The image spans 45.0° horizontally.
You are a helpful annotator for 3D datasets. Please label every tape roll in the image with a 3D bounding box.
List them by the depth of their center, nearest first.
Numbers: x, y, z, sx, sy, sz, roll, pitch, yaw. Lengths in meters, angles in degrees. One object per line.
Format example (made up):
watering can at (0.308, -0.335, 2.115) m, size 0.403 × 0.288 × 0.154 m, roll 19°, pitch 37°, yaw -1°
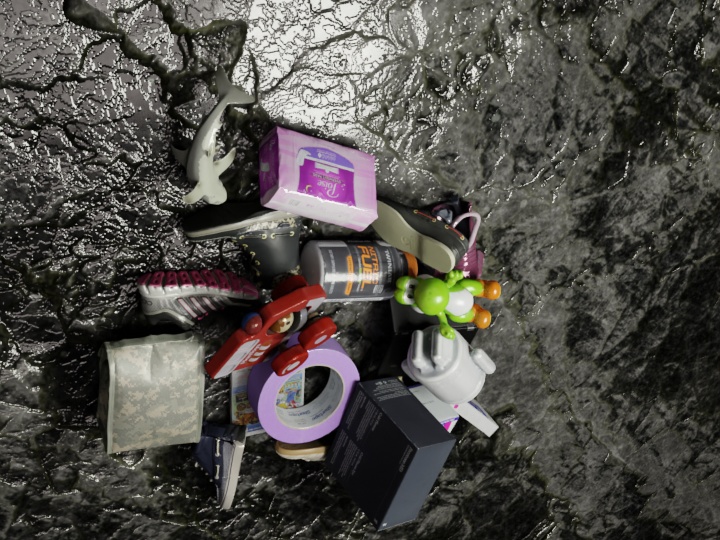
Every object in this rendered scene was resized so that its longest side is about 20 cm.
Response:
tape roll at (-0.103, 0.214, 1.585) m, size 0.198 × 0.066 × 0.202 m, roll -12°, pitch 121°, yaw -21°

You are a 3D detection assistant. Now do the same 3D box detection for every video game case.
video game case at (-0.171, 0.211, 1.600) m, size 0.142 × 0.018 × 0.202 m, roll -9°, pitch 120°, yaw -24°

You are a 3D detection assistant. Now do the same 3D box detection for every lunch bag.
lunch bag at (-0.345, 0.186, 1.432) m, size 0.162 × 0.118 × 0.202 m, roll -3°, pitch 122°, yaw -26°

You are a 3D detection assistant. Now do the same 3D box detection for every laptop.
laptop at (0.119, 0.092, 1.662) m, size 0.185 × 0.116 × 0.201 m, roll -2°, pitch 134°, yaw -26°

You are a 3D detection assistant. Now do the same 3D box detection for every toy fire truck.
toy fire truck at (-0.147, 0.099, 1.414) m, size 0.167 × 0.113 × 0.200 m, roll -15°, pitch 155°, yaw -52°

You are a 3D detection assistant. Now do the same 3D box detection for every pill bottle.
pill bottle at (0.000, 0.000, 1.517) m, size 0.198 × 0.106 × 0.107 m, roll -1°, pitch 117°, yaw -28°

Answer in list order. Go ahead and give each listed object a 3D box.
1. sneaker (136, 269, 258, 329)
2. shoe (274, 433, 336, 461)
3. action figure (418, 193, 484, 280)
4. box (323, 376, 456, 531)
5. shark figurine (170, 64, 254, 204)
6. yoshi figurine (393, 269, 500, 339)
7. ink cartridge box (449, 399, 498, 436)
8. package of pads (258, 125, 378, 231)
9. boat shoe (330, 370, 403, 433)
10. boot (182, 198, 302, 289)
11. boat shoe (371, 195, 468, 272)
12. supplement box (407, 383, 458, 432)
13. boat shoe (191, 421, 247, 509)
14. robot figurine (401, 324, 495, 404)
sneaker at (-0.268, 0.052, 1.427) m, size 0.198 × 0.074 × 0.088 m, roll 1°, pitch 116°, yaw -22°
shoe at (-0.076, 0.350, 1.694) m, size 0.198 × 0.070 × 0.054 m, roll 2°, pitch 108°, yaw -31°
action figure at (0.191, -0.032, 1.582) m, size 0.133 × 0.149 × 0.202 m, roll -22°, pitch 111°, yaw -22°
box at (0.050, 0.333, 1.595) m, size 0.103 × 0.182 × 0.201 m, roll -2°, pitch 125°, yaw -41°
shark figurine at (-0.243, -0.190, 1.305) m, size 0.128 × 0.089 × 0.216 m, roll -33°, pitch 145°, yaw -51°
yoshi figurine at (0.154, 0.051, 1.492) m, size 0.198 × 0.113 × 0.112 m, roll 8°, pitch 147°, yaw -32°
ink cartridge box at (0.198, 0.263, 1.774) m, size 0.037 × 0.095 × 0.200 m, roll -45°, pitch 127°, yaw 3°
package of pads at (-0.065, -0.144, 1.391) m, size 0.198 × 0.122 × 0.075 m, roll 12°, pitch 153°, yaw -33°
boat shoe at (0.003, 0.263, 1.687) m, size 0.200 × 0.072 × 0.066 m, roll -34°, pitch 123°, yaw -13°
boot at (-0.183, -0.034, 1.422) m, size 0.202 × 0.074 × 0.155 m, roll -14°, pitch 125°, yaw -21°
boat shoe at (0.093, -0.071, 1.489) m, size 0.063 × 0.200 × 0.074 m, roll -41°, pitch 152°, yaw -35°
supplement box at (0.094, 0.334, 1.722) m, size 0.101 × 0.103 × 0.201 m, roll -8°, pitch 134°, yaw -42°
boat shoe at (-0.268, 0.357, 1.608) m, size 0.092 × 0.075 × 0.202 m, roll 11°, pitch 121°, yaw -5°
robot figurine at (0.159, 0.175, 1.592) m, size 0.168 × 0.114 × 0.200 m, roll -7°, pitch 149°, yaw 29°
